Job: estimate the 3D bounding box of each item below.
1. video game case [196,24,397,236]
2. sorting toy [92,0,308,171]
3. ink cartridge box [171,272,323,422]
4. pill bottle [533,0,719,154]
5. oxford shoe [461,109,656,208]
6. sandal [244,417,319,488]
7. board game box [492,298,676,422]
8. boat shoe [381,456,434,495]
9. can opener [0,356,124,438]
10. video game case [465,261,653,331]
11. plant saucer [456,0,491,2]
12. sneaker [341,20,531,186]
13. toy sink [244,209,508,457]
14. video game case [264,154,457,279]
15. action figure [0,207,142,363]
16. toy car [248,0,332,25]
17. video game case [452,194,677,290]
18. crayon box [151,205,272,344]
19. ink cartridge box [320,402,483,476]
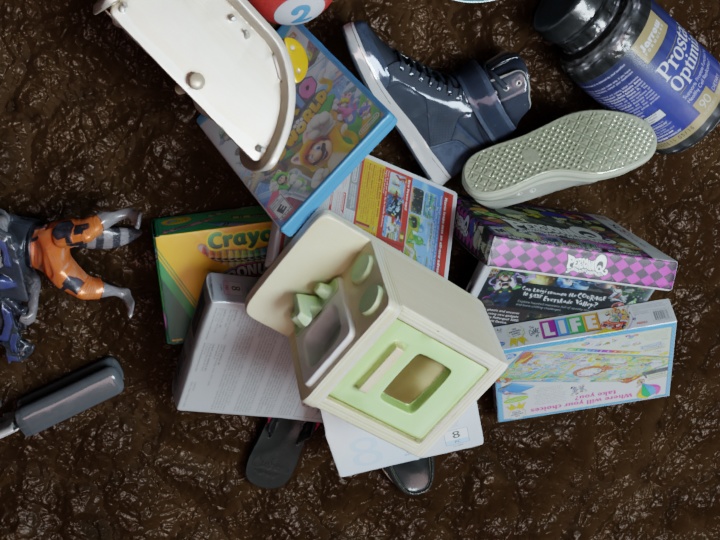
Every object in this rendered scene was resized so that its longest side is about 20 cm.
[{"bbox_3d":[-0.065,-0.140,1.095,0.143,0.200,0.018,-46,137,7],"label":"video game case"},{"bbox_3d":[-0.154,-0.195,1.063,0.200,0.180,0.107,45,73,-24],"label":"sorting toy"},{"bbox_3d":[-0.079,0.084,1.190,0.198,0.057,0.163,4,132,-23],"label":"ink cartridge box"},{"bbox_3d":[0.274,-0.217,1.186,0.199,0.112,0.112,35,99,-22],"label":"pill bottle"},{"bbox_3d":[0.199,-0.111,1.181,0.198,0.058,0.076,-16,70,4],"label":"oxford shoe"},{"bbox_3d":[-0.072,0.157,1.280,0.074,0.045,0.202,15,106,-16],"label":"sandal"},{"bbox_3d":[0.243,0.102,1.290,0.198,0.034,0.135,-9,137,2],"label":"board game box"},{"bbox_3d":[0.041,0.174,1.303,0.071,0.068,0.202,-18,115,-5],"label":"boat shoe"},{"bbox_3d":[-0.343,0.138,1.208,0.198,0.053,0.067,-21,112,-5],"label":"can opener"},{"bbox_3d":[0.198,0.054,1.276,0.198,0.024,0.183,7,136,-15],"label":"video game case"},{"bbox_3d":[0.114,-0.366,1.141,0.198,0.027,0.202,-4,111,-11],"label":"plant saucer"},{"bbox_3d":[0.082,-0.196,1.161,0.145,0.077,0.203,-32,124,12],"label":"sneaker"},{"bbox_3d":[0.012,0.061,1.053,0.199,0.112,0.131,31,113,-27],"label":"toy sink"},{"bbox_3d":[0.006,-0.041,1.135,0.199,0.017,0.145,20,68,-29],"label":"video game case"},{"bbox_3d":[-0.318,-0.001,1.160,0.191,0.105,0.201,7,136,-8],"label":"action figure"},{"bbox_3d":[-0.064,-0.297,1.031,0.182,0.200,0.179,-15,113,-7],"label":"toy car"},{"bbox_3d":[0.196,-0.032,1.199,0.198,0.181,0.036,7,105,-15],"label":"video game case"},{"bbox_3d":[-0.110,-0.002,1.206,0.198,0.058,0.120,-8,112,-10],"label":"crayon box"},{"bbox_3d":[0.034,0.122,1.182,0.158,0.048,0.201,-13,137,3],"label":"ink cartridge box"}]
